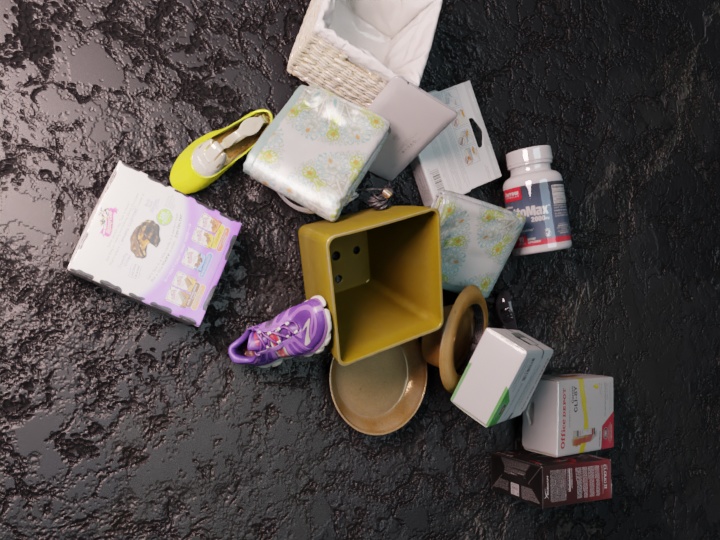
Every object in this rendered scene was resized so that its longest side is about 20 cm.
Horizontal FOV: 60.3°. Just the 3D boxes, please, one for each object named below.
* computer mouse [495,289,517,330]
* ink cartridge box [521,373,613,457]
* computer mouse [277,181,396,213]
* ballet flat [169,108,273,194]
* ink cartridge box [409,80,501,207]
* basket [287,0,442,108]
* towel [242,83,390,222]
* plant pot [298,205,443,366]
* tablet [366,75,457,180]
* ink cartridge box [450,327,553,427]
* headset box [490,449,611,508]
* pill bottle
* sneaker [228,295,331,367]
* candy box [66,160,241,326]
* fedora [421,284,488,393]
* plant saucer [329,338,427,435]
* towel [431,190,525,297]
[{"bbox_3d":[0.303,0.136,1.239,0.033,0.059,0.204,-13,99,13],"label":"computer mouse"},{"bbox_3d":[0.421,0.287,1.247,0.197,0.083,0.149,5,85,-37],"label":"ink cartridge box"},{"bbox_3d":[-0.040,-0.118,1.027,0.195,0.110,0.045,0,108,6],"label":"computer mouse"},{"bbox_3d":[-0.214,-0.195,0.973,0.199,0.067,0.067,-41,102,-23],"label":"ballet flat"},{"bbox_3d":[0.167,-0.243,1.188,0.171,0.043,0.204,-24,98,-27],"label":"ink cartridge box"},{"bbox_3d":[0.005,-0.400,1.040,0.196,0.160,0.204,25,72,-23],"label":"basket"},{"bbox_3d":[-0.066,-0.195,0.982,0.169,0.048,0.202,27,68,11],"label":"towel"},{"bbox_3d":[0.000,0.000,0.993,0.197,0.176,0.204,-17,114,-27],"label":"plant pot"},{"bbox_3d":[0.056,-0.233,1.049,0.128,0.200,0.014,23,51,-23],"label":"tablet"},{"bbox_3d":[0.259,0.188,1.114,0.199,0.083,0.148,12,105,-60],"label":"ink cartridge box"},{"bbox_3d":[0.373,0.393,1.196,0.196,0.148,0.077,4,84,-26],"label":"headset box"},{"bbox_3d":[0.346,-0.137,1.231,0.118,0.119,0.205,-9,90,-27],"label":"pill bottle"},{"bbox_3d":[-0.122,0.103,0.927,0.083,0.198,0.082,2,63,-53],"label":"sneaker"},{"bbox_3d":[-0.301,-0.035,0.915,0.198,0.071,0.171,28,75,-24],"label":"candy box"},{"bbox_3d":[0.164,0.118,1.118,0.199,0.081,0.205,-20,114,-55],"label":"fedora"},{"bbox_3d":[0.028,0.184,1.092,0.197,0.035,0.205,2,85,-28],"label":"plant saucer"},{"bbox_3d":[0.190,-0.044,1.130,0.197,0.048,0.173,12,116,-26],"label":"towel"}]
